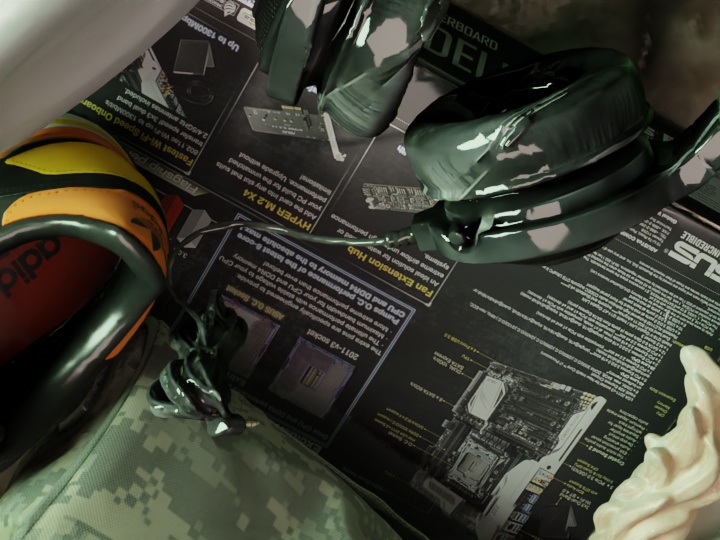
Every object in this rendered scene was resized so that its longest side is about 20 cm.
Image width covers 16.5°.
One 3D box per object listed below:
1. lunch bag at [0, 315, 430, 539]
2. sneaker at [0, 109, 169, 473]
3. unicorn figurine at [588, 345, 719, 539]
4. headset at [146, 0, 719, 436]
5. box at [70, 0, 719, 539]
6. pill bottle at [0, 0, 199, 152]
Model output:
[{"bbox_3d":[-0.032,0.127,0.675,0.200,0.168,0.139,38,151,-9],"label":"lunch bag"},{"bbox_3d":[-0.132,0.038,0.637,0.200,0.090,0.070,-40,114,-2],"label":"sneaker"},{"bbox_3d":[0.149,0.097,0.716,0.200,0.074,0.137,27,103,-11],"label":"unicorn figurine"},{"bbox_3d":[0.021,-0.042,0.614,0.123,0.094,0.200,43,109,-9],"label":"headset"},{"bbox_3d":[0.000,0.000,0.720,0.200,0.050,0.158,28,120,-6],"label":"box"},{"bbox_3d":[-0.128,-0.132,0.611,0.112,0.112,0.200,-41,85,26],"label":"pill bottle"}]
